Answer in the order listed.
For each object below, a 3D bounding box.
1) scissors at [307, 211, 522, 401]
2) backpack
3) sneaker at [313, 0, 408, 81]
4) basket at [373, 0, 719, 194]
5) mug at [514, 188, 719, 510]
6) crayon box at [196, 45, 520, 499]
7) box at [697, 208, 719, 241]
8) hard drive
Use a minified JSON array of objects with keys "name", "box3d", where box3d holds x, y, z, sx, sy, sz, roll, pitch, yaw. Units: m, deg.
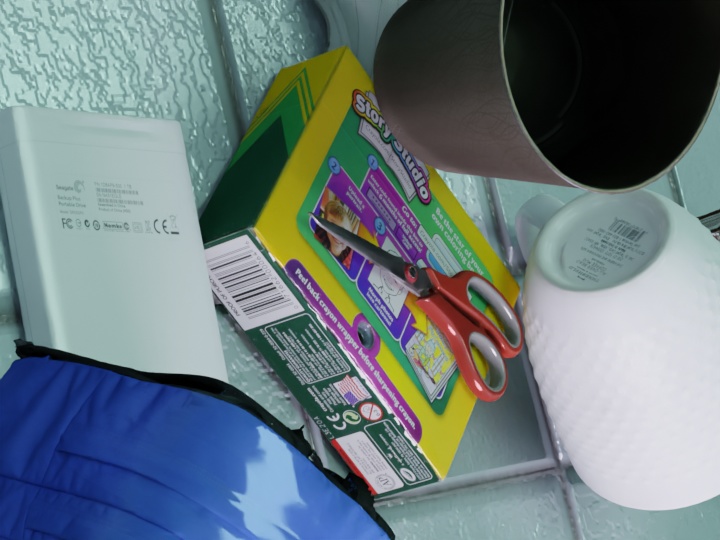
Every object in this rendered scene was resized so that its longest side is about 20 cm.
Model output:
[{"name":"scissors","box3d":[0.033,0.002,1.472,0.200,0.014,0.073,44,45,-34]},{"name":"backpack","box3d":[-0.089,0.141,1.170,0.162,0.199,0.168,40,65,-35]},{"name":"sneaker","box3d":[0.010,-0.177,1.555,0.074,0.087,0.201,-22,92,-54]},{"name":"basket","box3d":[0.096,-0.120,1.426,0.135,0.200,0.181,14,79,-21]},{"name":"mug","box3d":[0.162,0.026,1.611,0.200,0.147,0.176,45,-13,46]},{"name":"crayon box","box3d":[0.000,0.000,1.488,0.200,0.058,0.173,53,38,-25]},{"name":"box","box3d":[0.281,0.059,1.834,0.100,0.075,0.201,-29,98,-55]},{"name":"hard drive","box3d":[-0.126,0.017,1.336,0.132,0.027,0.201,2,73,-53]}]
